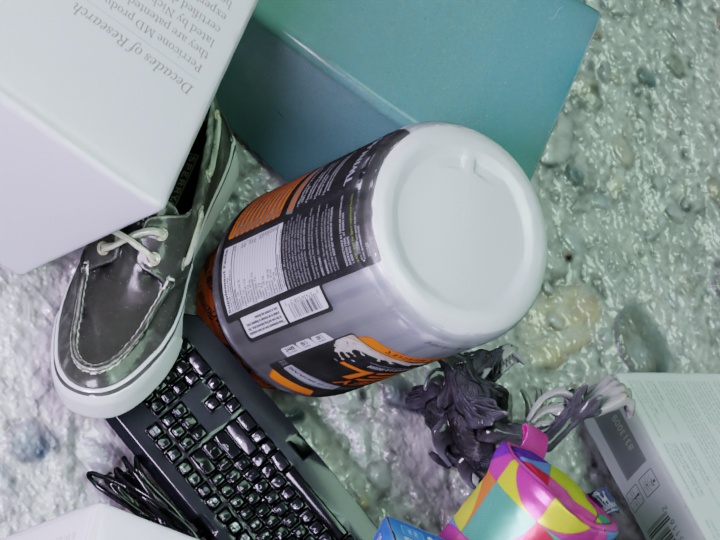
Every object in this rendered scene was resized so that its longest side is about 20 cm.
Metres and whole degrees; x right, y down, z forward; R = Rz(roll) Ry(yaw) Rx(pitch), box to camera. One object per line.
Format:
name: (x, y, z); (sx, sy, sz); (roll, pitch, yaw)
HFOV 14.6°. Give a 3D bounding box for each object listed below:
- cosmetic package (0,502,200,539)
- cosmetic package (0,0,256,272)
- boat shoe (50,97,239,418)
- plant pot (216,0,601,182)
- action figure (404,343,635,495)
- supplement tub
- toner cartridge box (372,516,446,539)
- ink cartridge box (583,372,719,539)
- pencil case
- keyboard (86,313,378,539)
cosmetic package: (-0.121, 0.246, 1.406); (0.167, 0.166, 0.201); (25, 64, -27)
cosmetic package: (-0.169, -0.137, 1.466); (0.166, 0.167, 0.200); (34, 61, -23)
boat shoe: (-0.122, -0.015, 1.526); (0.070, 0.064, 0.200); (11, 57, 12)
plant pot: (0.004, -0.126, 1.613); (0.200, 0.141, 0.142); (34, 61, -14)
action figure: (0.100, 0.102, 1.632); (0.102, 0.119, 0.200); (-42, 112, -22)
supplement tub: (0.000, 0.000, 1.534); (0.122, 0.200, 0.123); (9, 72, -31)
toner cartridge box: (-0.007, 0.237, 1.467); (0.043, 0.095, 0.200); (24, 101, -14)
ink cartridge box: (0.249, 0.138, 1.727); (0.200, 0.047, 0.160); (4, 47, -40)
pencil case: (0.059, 0.187, 1.544); (0.088, 0.088, 0.200); (32, 100, -23)
keyboard: (-0.068, 0.124, 1.512); (0.104, 0.040, 0.200); (-40, 84, -7)
